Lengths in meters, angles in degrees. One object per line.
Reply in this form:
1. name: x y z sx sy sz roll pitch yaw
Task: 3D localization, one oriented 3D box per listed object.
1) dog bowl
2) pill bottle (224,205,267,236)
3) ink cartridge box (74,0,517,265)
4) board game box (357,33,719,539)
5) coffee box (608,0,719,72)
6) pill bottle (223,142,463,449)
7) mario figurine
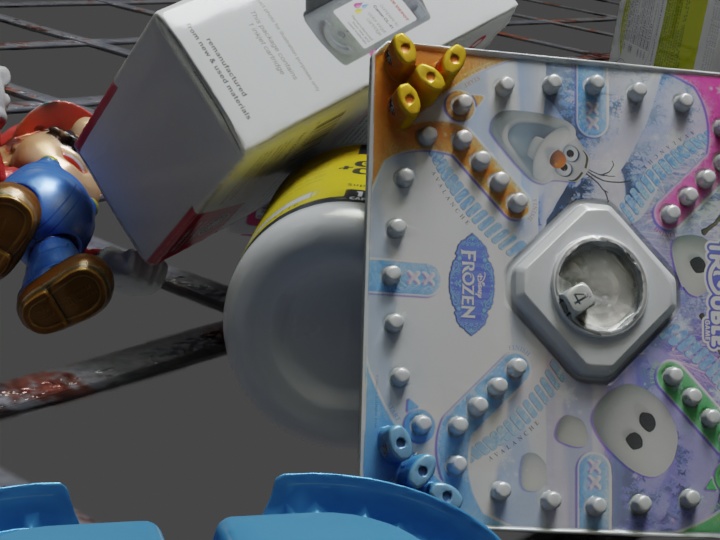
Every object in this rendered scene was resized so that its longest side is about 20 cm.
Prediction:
1. dog bowl: -0.048 0.110 0.433 0.197 0.050 0.111 1 18 -21
2. pill bottle: 0.010 -0.073 0.937 0.197 0.115 0.114 5 17 -10
3. ink cartridge box: -0.035 -0.101 0.753 0.199 0.086 0.147 -33 -5 -35
4. board game box: 0.100 0.007 0.588 0.197 0.203 0.026 4 -12 -10
5. coffee box: 0.292 -0.105 1.004 0.197 0.203 0.198 4 17 -10
6. pill bottle: 0.000 0.000 0.697 0.110 0.114 0.200 7 17 1
7. mario figurine: -0.167 -0.050 0.788 0.104 0.125 0.200 -8 24 -7
